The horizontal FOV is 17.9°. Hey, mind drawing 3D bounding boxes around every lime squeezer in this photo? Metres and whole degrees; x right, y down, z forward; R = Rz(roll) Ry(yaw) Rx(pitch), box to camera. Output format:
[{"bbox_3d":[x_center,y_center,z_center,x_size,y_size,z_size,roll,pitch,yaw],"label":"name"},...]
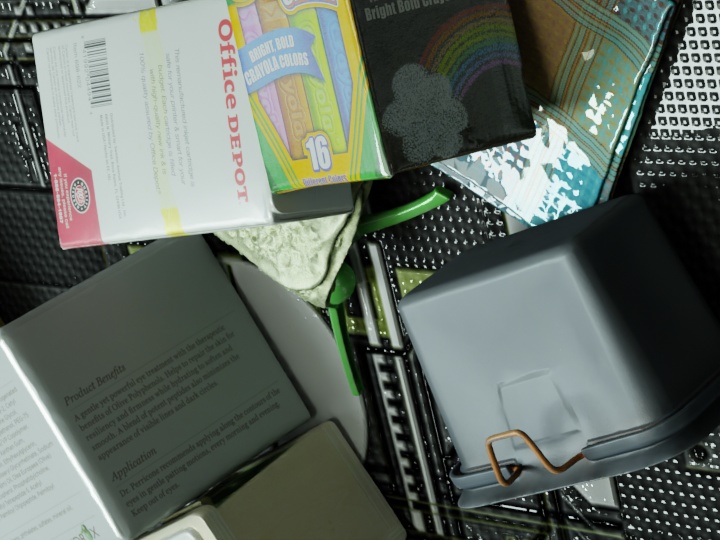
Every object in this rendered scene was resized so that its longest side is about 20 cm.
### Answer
[{"bbox_3d":[0.000,0.000,1.544,0.070,0.038,0.201,19,132,-5],"label":"lime squeezer"}]

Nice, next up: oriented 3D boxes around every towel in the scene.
[{"bbox_3d":[-0.070,-0.081,1.520,0.200,0.036,0.149,35,119,32],"label":"towel"},{"bbox_3d":[0.105,-0.116,1.376,0.146,0.022,0.201,36,134,22],"label":"towel"}]

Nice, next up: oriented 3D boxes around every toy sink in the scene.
[{"bbox_3d":[-0.090,0.210,1.619,0.130,0.200,0.112,-31,94,49],"label":"toy sink"}]

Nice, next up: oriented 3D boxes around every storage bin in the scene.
[{"bbox_3d":[0.115,0.048,1.368,0.199,0.145,0.135,-20,101,47],"label":"storage bin"}]

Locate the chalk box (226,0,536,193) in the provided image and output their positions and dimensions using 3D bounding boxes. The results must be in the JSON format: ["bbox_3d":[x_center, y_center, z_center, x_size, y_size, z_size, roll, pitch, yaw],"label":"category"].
[{"bbox_3d":[0.003,-0.159,1.351,0.123,0.124,0.201,-5,99,53],"label":"chalk box"}]

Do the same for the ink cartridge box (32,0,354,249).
[{"bbox_3d":[-0.107,-0.096,1.470,0.199,0.083,0.146,-4,93,41],"label":"ink cartridge box"}]

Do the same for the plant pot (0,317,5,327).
[{"bbox_3d":[-0.399,0.075,1.826,0.199,0.195,0.196,23,121,-6],"label":"plant pot"}]

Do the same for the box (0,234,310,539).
[{"bbox_3d":[-0.190,0.105,1.653,0.200,0.199,0.172,-30,91,48],"label":"box"}]
